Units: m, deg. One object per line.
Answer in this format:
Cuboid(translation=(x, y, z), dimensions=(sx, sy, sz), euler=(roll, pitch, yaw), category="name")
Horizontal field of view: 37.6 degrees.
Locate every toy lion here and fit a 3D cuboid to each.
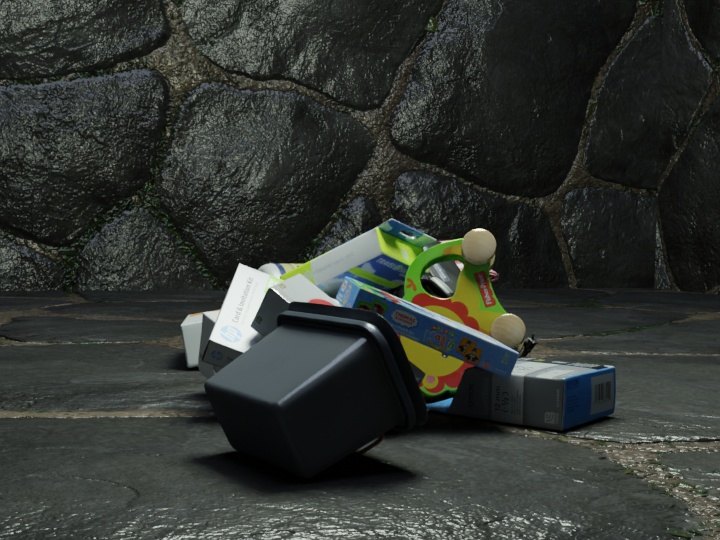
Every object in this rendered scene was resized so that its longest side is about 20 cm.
Cuboid(translation=(0.113, 0.065, 1.419), dimensions=(0.190, 0.201, 0.069), euler=(-16, -19, -1), category="toy lion")

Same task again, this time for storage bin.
Cuboid(translation=(-0.052, 0.129, 1.033), dimensions=(0.134, 0.146, 0.200), euler=(-32, 20, -28), category="storage bin")

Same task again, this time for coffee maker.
Cuboid(translation=(0.124, 0.064, 1.572), dimensions=(0.191, 0.135, 0.200), euler=(18, 29, -39), category="coffee maker")

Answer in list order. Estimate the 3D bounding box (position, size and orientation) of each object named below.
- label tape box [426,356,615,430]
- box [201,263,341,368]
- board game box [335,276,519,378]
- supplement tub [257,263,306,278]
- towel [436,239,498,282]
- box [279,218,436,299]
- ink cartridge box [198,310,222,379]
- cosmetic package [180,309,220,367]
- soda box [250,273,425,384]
Cuboid(translation=(0.195, 0.145, 1.311), dimensions=(0.199, 0.067, 0.143), euler=(5, 5, 37), category="label tape box")
Cuboid(translation=(-0.078, 0.083, 1.297), dimensions=(0.199, 0.041, 0.156), euler=(20, 37, -5), category="box")
Cuboid(translation=(0.074, 0.065, 1.255), dimensions=(0.199, 0.037, 0.151), euler=(23, 1, -9), category="board game box")
Cuboid(translation=(-0.067, 0.060, 1.707), dimensions=(0.199, 0.146, 0.144), euler=(0, 3, -22), category="supplement tub")
Cuboid(translation=(0.132, -0.017, 1.766), dimensions=(0.143, 0.023, 0.200), euler=(-3, 19, -12), category="towel")
Cuboid(translation=(0.000, 0.000, 1.491), dimensions=(0.199, 0.048, 0.122), euler=(-26, -27, 29), category="box")
Cuboid(translation=(-0.095, 0.107, 1.402), dimensions=(0.199, 0.086, 0.146), euler=(-3, 20, -35), category="ink cartridge box")
Cuboid(translation=(-0.234, 0.105, 1.727), dimensions=(0.101, 0.072, 0.200), euler=(-10, 3, -6), category="cosmetic package")
Cuboid(translation=(-0.027, 0.092, 1.221), dimensions=(0.200, 0.064, 0.068), euler=(37, 29, 17), category="soda box")
